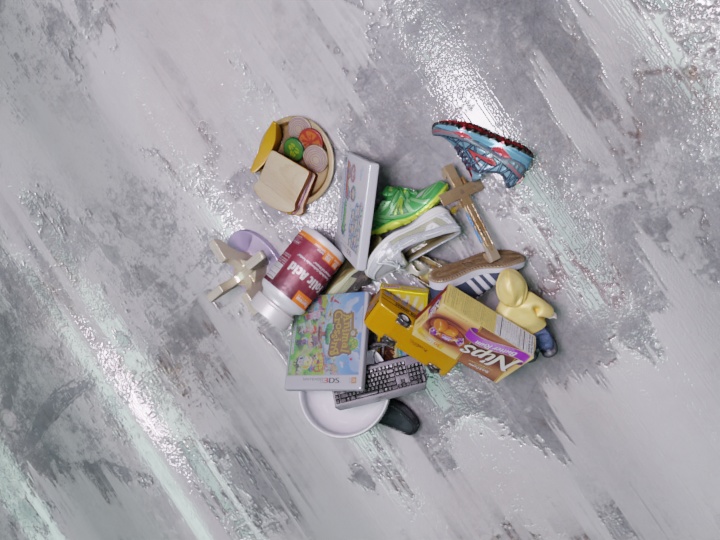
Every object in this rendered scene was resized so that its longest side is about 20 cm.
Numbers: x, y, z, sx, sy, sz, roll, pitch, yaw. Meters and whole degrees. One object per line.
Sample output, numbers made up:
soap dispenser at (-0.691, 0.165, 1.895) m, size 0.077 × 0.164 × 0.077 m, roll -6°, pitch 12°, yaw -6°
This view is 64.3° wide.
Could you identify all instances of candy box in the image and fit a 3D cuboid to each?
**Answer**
candy box at (0.209, 0.121, 1.064) m, size 0.198 × 0.057 × 0.117 m, roll 32°, pitch 137°, yaw -8°
candy box at (0.086, 0.124, 1.202) m, size 0.100 × 0.027 × 0.203 m, roll 5°, pitch 118°, yaw 7°

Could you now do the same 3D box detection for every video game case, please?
video game case at (-0.011, -0.124, 1.139) m, size 0.023 × 0.182 × 0.204 m, roll 2°, pitch 107°, yaw -17°
video game case at (-0.068, 0.147, 1.189) m, size 0.179 × 0.022 × 0.204 m, roll -5°, pitch 67°, yaw 25°

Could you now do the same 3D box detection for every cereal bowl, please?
cereal bowl at (-0.028, 0.252, 1.216) m, size 0.196 × 0.083 × 0.204 m, roll -3°, pitch 71°, yaw 10°

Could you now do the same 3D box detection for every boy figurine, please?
boy figurine at (0.301, 0.085, 1.082) m, size 0.123 × 0.065 × 0.201 m, roll -21°, pitch 117°, yaw 25°

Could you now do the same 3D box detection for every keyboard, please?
keyboard at (0.032, 0.201, 1.169) m, size 0.196 × 0.021 × 0.129 m, roll -15°, pitch 70°, yaw 3°

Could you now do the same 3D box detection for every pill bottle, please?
pill bottle at (-0.133, 0.018, 1.196) m, size 0.114 × 0.114 × 0.201 m, roll 37°, pitch 84°, yaw 8°

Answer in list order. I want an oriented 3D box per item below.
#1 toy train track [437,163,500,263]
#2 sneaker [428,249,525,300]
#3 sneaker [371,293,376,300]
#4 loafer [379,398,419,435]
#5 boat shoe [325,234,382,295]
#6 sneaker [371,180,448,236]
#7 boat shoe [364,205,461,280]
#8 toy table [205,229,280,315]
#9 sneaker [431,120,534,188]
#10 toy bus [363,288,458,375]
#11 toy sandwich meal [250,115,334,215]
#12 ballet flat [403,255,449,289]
toy train track at (0.205, -0.106, 1.095) m, size 0.203 × 0.113 × 0.032 m, roll 63°, pitch 149°, yaw 6°
sneaker at (0.228, 0.033, 1.114) m, size 0.196 × 0.070 × 0.110 m, roll -15°, pitch 118°, yaw -10°
sneaker at (-0.019, 0.117, 1.238) m, size 0.198 × 0.087 × 0.075 m, roll -27°, pitch 93°, yaw 24°
loafer at (0.037, 0.307, 1.270) m, size 0.198 × 0.070 × 0.069 m, roll 30°, pitch 114°, yaw 12°
boat shoe at (0.000, 0.001, 1.206) m, size 0.065 × 0.072 × 0.201 m, roll 30°, pitch 132°, yaw -19°
sneaker at (0.082, -0.135, 1.146) m, size 0.197 × 0.074 × 0.085 m, roll -23°, pitch 98°, yaw 24°
boat shoe at (0.097, -0.043, 1.100) m, size 0.200 × 0.075 × 0.065 m, roll -34°, pitch 60°, yaw 1°
toy table at (-0.252, 0.006, 1.284) m, size 0.200 × 0.117 × 0.184 m, roll 45°, pitch 113°, yaw 6°
sneaker at (0.216, -0.216, 1.074) m, size 0.197 × 0.079 × 0.097 m, roll 26°, pitch 113°, yaw 13°
toy bus at (0.105, 0.123, 1.137) m, size 0.198 × 0.079 × 0.065 m, roll 32°, pitch 118°, yaw -8°
toy sandwich meal at (-0.150, -0.224, 1.215) m, size 0.201 × 0.070 × 0.209 m, roll 5°, pitch 104°, yaw 20°
ballet flat at (0.131, 0.002, 1.159) m, size 0.198 × 0.075 × 0.069 m, roll 28°, pitch 109°, yaw 12°
